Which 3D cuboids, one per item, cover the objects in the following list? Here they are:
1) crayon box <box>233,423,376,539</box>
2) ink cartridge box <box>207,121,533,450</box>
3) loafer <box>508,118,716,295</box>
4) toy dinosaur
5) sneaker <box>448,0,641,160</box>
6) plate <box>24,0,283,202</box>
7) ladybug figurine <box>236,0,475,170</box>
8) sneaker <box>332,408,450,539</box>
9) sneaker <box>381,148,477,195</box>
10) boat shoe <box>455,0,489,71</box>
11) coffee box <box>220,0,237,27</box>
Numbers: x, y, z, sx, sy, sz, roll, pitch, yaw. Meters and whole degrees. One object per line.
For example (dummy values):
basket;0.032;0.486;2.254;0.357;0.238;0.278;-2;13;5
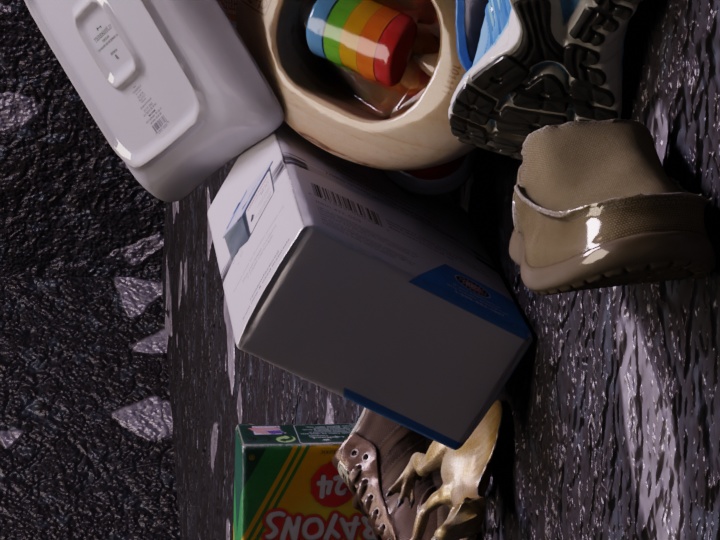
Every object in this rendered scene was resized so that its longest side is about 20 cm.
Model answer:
crayon box;-0.024;0.207;1.554;0.051;0.127;0.201;-122;32;-73
ink cartridge box;0.000;0.000;1.287;0.086;0.146;0.200;-59;18;14
loafer;0.097;-0.030;0.953;0.200;0.076;0.068;-158;62;-80
toy dinosaur;0.060;0.109;1.310;0.200;0.058;0.101;-86;19;-52
sneaker;0.097;-0.123;1.040;0.200;0.078;0.090;110;177;-54
plate;-0.142;-0.143;1.355;0.200;0.032;0.199;59;152;-2
ladybug figurine;0.013;-0.130;1.276;0.200;0.072;0.136;32;107;32
sneaker;0.021;0.138;1.399;0.071;0.075;0.200;84;-178;-54
sneaker;0.037;-0.148;1.345;0.113;0.071;0.200;96;172;-50
boat shoe;0.081;-0.195;1.101;0.084;0.068;0.201;-79;-11;-65
coffee box;-0.074;-0.259;1.454;0.198;0.199;0.200;97;-171;-49
